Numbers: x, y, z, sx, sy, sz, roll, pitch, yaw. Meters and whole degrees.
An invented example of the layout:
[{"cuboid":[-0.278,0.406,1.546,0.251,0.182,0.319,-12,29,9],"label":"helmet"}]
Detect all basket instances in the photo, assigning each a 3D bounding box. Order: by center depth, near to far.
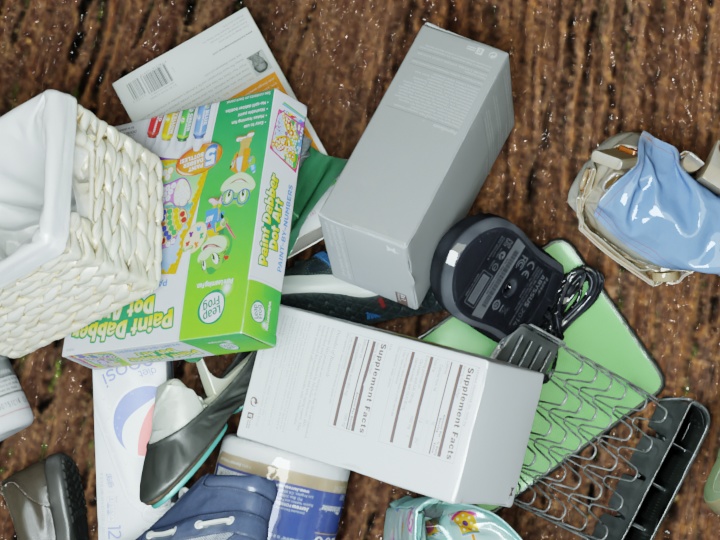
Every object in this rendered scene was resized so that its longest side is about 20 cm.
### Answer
[{"cuboid":[-0.256,-0.028,1.421,0.199,0.123,0.137,-23,56,36],"label":"basket"}]

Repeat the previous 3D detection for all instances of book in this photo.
[{"cuboid":[-0.105,-0.102,1.534,0.133,0.048,0.201,-28,78,-1],"label":"book"}]

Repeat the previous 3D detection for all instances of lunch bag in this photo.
[{"cuboid":[0.089,0.267,1.464,0.122,0.170,0.201,-37,87,-10],"label":"lunch bag"}]

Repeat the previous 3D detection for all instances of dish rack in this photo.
[{"cuboid":[0.173,0.140,1.498,0.199,0.054,0.154,28,87,-25],"label":"dish rack"}]

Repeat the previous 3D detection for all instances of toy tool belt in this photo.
[{"cuboid":[0.272,-0.044,1.506,0.199,0.123,0.126,27,87,1],"label":"toy tool belt"}]

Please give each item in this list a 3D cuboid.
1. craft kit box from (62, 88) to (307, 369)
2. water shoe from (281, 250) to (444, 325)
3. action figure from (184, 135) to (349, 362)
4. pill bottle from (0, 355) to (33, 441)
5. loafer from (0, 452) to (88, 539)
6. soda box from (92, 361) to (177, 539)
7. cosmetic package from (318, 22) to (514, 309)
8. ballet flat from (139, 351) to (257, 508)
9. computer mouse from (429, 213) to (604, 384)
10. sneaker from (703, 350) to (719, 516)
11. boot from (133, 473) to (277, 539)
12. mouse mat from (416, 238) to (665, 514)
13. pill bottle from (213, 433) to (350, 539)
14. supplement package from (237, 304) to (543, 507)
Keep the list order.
[{"cuboid":[-0.139,-0.029,1.435,0.199,0.048,0.200,-9,68,38],"label":"craft kit box"},{"cuboid":[0.000,0.000,1.541,0.198,0.072,0.080,-6,56,4],"label":"water shoe"},{"cuboid":[-0.097,-0.019,1.469,0.117,0.055,0.202,17,80,25],"label":"action figure"},{"cuboid":[-0.357,0.056,1.502,0.113,0.114,0.201,-24,87,-2],"label":"pill bottle"},{"cuboid":[-0.258,0.255,1.520,0.071,0.073,0.202,-10,81,7],"label":"loafer"},{"cuboid":[-0.187,0.127,1.522,0.063,0.068,0.202,-2,86,-1],"label":"soda box"},{"cuboid":[0.049,-0.083,1.479,0.090,0.107,0.201,23,64,19],"label":"cosmetic package"},{"cuboid":[-0.124,0.103,1.480,0.069,0.068,0.200,51,58,-10],"label":"ballet flat"},{"cuboid":[0.110,0.016,1.488,0.053,0.200,0.139,32,85,41],"label":"computer mouse"},{"cuboid":[0.325,0.100,1.521,0.090,0.067,0.201,38,80,-11],"label":"sneaker"},{"cuboid":[-0.140,0.214,1.443,0.073,0.199,0.091,35,58,-37],"label":"boot"},{"cuboid":[0.139,0.090,1.556,0.199,0.008,0.162,-35,87,-1],"label":"mouse mat"},{"cuboid":[-0.082,0.242,1.495,0.110,0.111,0.202,14,87,0],"label":"pill bottle"},{"cuboid":[0.024,0.105,1.431,0.198,0.114,0.111,14,89,29],"label":"supplement package"}]
